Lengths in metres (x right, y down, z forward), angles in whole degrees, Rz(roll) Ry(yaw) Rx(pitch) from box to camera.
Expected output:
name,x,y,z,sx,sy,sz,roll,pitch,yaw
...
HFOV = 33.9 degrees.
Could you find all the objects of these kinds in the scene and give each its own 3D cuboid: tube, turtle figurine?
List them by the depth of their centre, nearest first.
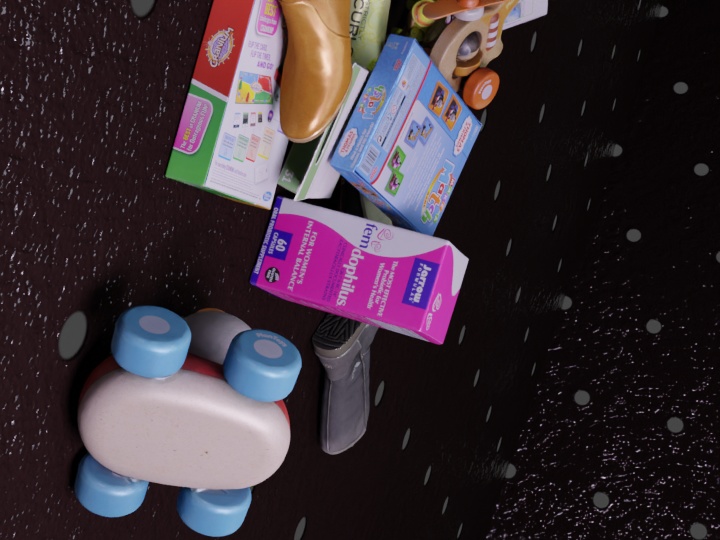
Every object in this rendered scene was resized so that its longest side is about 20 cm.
name,x,y,z,sx,sy,sz,roll,pitch,yaw
tube,0.005,-0.280,1.284,0.052,0.058,0.200,-49,152,-73
turtle figurine,0.075,-0.298,1.361,0.161,0.064,0.200,-115,-137,-84

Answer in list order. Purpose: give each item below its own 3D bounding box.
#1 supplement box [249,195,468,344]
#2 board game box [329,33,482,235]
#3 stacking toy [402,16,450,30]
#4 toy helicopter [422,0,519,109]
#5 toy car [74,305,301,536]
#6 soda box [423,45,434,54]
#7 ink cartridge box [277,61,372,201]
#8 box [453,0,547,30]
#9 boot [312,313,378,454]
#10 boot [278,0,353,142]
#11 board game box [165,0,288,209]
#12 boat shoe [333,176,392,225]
name,x,y,z,sx,sy,sz,roll,pitch,yaw
supplement box,0.000,0.000,1.258,0.103,0.200,0.101,34,72,-71
board game box,0.054,-0.135,1.255,0.200,0.037,0.151,38,74,-57
stacking toy,0.116,-0.357,1.500,0.200,0.116,0.110,-56,154,-17
toy helicopter,0.140,-0.286,1.303,0.200,0.079,0.132,-51,150,-5
toy car,-0.151,0.092,1.039,0.200,0.177,0.184,-99,-154,-59
soda box,0.062,-0.204,1.409,0.200,0.068,0.064,-66,140,-58
ink cartridge box,-0.038,-0.144,1.189,0.200,0.048,0.146,-22,136,-80
box,0.148,-0.388,1.353,0.101,0.113,0.200,-21,140,-14
boot,-0.001,0.122,1.556,0.182,0.073,0.200,-44,140,-33
boot,-0.053,-0.227,1.029,0.144,0.071,0.201,36,70,-63
board game box,-0.102,-0.165,1.085,0.153,0.040,0.200,18,88,-71
boat shoe,-0.005,-0.101,1.386,0.074,0.063,0.202,-31,119,-58
